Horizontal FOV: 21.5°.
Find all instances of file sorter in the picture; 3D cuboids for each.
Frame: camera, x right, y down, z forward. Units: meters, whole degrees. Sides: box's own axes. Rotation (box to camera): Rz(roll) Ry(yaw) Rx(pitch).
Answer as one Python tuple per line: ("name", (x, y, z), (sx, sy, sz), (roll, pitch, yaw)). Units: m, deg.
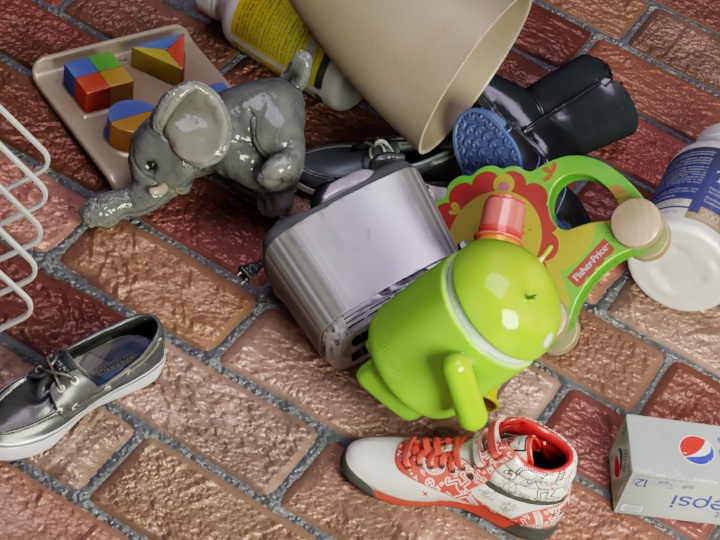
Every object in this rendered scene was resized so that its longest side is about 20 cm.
("file sorter", (-0.358, -0.047, 1.663), (0.124, 0.139, 0.200), (-24, 42, 21))

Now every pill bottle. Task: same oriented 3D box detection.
("pill bottle", (-0.072, -0.263, 1.994), (0.200, 0.113, 0.112), (34, 48, 17))
("pill bottle", (0.349, -0.060, 1.909), (0.111, 0.111, 0.200), (24, 46, 9))

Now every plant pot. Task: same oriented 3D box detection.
("plant pot", (0.034, -0.248, 1.850), (0.200, 0.188, 0.187), (37, 48, 9))

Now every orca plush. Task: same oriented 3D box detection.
("orca plush", (0.029, -0.076, 1.873), (0.199, 0.106, 0.071), (-21, 24, -27))

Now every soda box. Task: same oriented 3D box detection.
("soda box", (0.327, 0.185, 1.702), (0.199, 0.064, 0.068), (7, 47, -7))

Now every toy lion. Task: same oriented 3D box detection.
("toy lion", (0.165, -0.032, 1.807), (0.200, 0.069, 0.192), (-45, 67, 4))

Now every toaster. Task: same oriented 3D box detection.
("toaster", (0.000, 0.000, 1.742), (0.200, 0.114, 0.129), (-28, 68, -14))

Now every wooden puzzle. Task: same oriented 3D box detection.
("wooden puzzle", (-0.210, -0.174, 1.920), (0.185, 0.046, 0.200), (-18, 54, -29))

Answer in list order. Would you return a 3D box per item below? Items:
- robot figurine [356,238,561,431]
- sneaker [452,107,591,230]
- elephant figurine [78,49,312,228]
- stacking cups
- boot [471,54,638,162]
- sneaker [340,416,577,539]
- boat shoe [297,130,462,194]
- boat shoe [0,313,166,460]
("robot figurine", (0.087, 0.050, 1.622), (0.116, 0.200, 0.176), (41, 36, -16))
("sneaker", (0.167, -0.077, 1.884), (0.200, 0.070, 0.078), (57, 28, 7))
("elephant figurine", (-0.157, -0.124, 1.815), (0.199, 0.142, 0.156), (8, 53, -13))
("stacking cups", (0.113, 0.027, 1.748), (0.060, 0.061, 0.201), (12, 69, -3))
("boot", (0.179, -0.185, 2.008), (0.168, 0.077, 0.200), (-33, 69, -32))
("sneaker", (0.088, 0.159, 1.633), (0.201, 0.108, 0.067), (17, 45, 3))
("boat shoe", (0.023, -0.118, 1.914), (0.199, 0.062, 0.073), (-4, 48, -18))
("boat shoe", (-0.249, 0.094, 1.638), (0.200, 0.066, 0.070), (-25, 57, -33))
